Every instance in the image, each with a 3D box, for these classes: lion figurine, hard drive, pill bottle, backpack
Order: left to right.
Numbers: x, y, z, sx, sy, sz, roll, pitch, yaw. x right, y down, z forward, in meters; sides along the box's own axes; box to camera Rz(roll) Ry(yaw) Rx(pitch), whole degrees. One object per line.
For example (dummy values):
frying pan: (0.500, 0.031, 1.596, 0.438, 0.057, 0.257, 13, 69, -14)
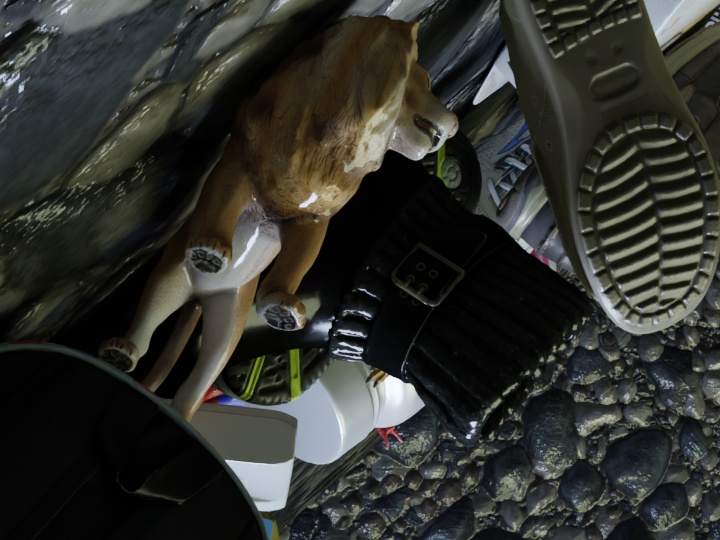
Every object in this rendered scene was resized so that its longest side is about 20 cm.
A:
backpack: (-0.137, 0.134, 0.637, 0.200, 0.177, 0.151, -50, 180, -29)
hard drive: (-0.098, 0.089, 0.815, 0.200, 0.132, 0.027, 104, -9, -75)
lion figurine: (-0.047, -0.016, 0.676, 0.200, 0.072, 0.123, -37, -153, 45)
pill bottle: (0.021, 0.026, 1.058, 0.200, 0.113, 0.113, -38, 171, -33)

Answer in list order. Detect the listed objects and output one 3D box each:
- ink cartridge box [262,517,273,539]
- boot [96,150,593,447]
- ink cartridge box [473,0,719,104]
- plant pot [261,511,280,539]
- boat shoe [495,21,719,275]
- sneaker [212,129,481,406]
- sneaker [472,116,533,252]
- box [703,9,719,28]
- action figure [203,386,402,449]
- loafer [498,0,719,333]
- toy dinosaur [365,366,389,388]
ink cartridge box: (-0.128, 0.204, 0.807, 0.085, 0.200, 0.144, -2, 163, 38)
boot: (-0.006, 0.032, 0.791, 0.211, 0.158, 0.079, -40, 172, -20)
ink cartridge box: (0.152, -0.149, 0.938, 0.116, 0.068, 0.200, -37, 171, -34)
plant pot: (-0.131, 0.228, 1.217, 0.200, 0.200, 0.142, 9, 102, -80)
boat shoe: (0.163, -0.064, 0.934, 0.200, 0.073, 0.075, -38, 170, -19)
sneaker: (-0.017, -0.013, 0.900, 0.200, 0.075, 0.076, -42, -157, -24)
sneaker: (0.116, -0.071, 1.017, 0.200, 0.077, 0.085, -41, 179, -20)
box: (0.197, -0.110, 1.186, 0.160, 0.049, 0.200, -62, 179, 1)
action figure: (-0.028, 0.089, 1.129, 0.200, 0.099, 0.065, -28, 167, -39)
loafer: (0.116, -0.069, 0.805, 0.076, 0.200, 0.068, -17, -170, -7)
toy dinosaur: (0.000, 0.000, 0.960, 0.200, 0.106, 0.060, -33, 157, -21)
